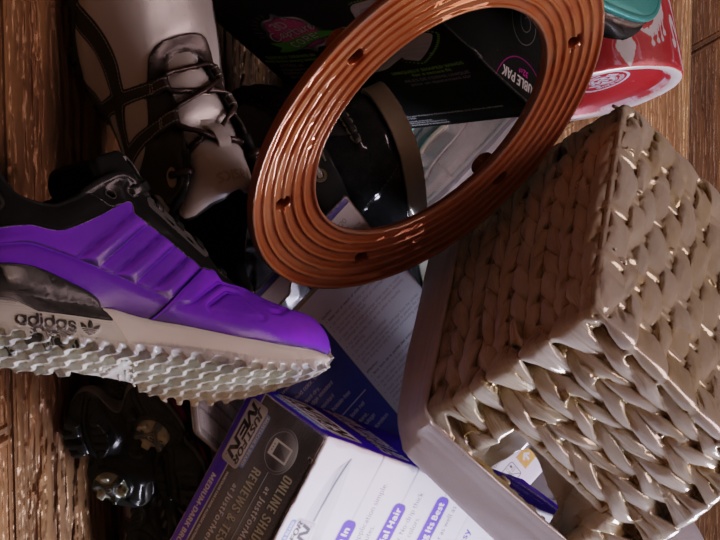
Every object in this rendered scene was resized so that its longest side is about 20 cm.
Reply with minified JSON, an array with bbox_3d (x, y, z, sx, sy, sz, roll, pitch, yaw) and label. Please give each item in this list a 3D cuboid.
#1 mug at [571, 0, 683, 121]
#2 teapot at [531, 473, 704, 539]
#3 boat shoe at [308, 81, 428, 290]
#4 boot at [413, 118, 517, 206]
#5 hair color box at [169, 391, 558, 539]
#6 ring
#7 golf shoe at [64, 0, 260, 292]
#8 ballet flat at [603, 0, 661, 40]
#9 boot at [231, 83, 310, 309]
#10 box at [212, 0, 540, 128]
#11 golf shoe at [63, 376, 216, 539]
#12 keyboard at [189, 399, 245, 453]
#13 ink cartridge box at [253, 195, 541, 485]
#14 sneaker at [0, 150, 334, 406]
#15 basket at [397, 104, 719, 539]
[{"bbox_3d":[0.121,-0.193,1.771,0.178,0.133,0.200,52,25,-77],"label":"mug"},{"bbox_3d":[0.094,0.164,1.689,0.146,0.200,0.197,59,14,-13],"label":"teapot"},{"bbox_3d":[0.000,0.000,1.508,0.068,0.072,0.200,-23,126,-17],"label":"boat shoe"},{"bbox_3d":[0.016,-0.047,1.661,0.200,0.096,0.074,-45,167,-47],"label":"boot"},{"bbox_3d":[0.008,0.135,1.409,0.200,0.065,0.109,23,98,-46],"label":"hair color box"},{"bbox_3d":[0.029,-0.072,1.360,0.200,0.019,0.200,-29,147,-22],"label":"ring"},{"bbox_3d":[-0.079,-0.071,1.357,0.078,0.094,0.200,-20,115,-36],"label":"golf shoe"},{"bbox_3d":[0.066,-0.152,1.389,0.200,0.068,0.068,30,62,-50],"label":"ballet flat"},{"bbox_3d":[-0.057,0.017,1.518,0.132,0.070,0.200,-58,136,-48],"label":"boot"},{"bbox_3d":[0.003,-0.179,1.470,0.200,0.124,0.149,39,55,-48],"label":"box"},{"bbox_3d":[-0.083,0.115,1.441,0.088,0.077,0.200,-70,156,-51],"label":"golf shoe"},{"bbox_3d":[-0.060,0.072,1.431,0.200,0.011,0.056,56,20,-72],"label":"keyboard"},{"bbox_3d":[0.009,0.060,1.463,0.095,0.037,0.200,-47,124,-13],"label":"ink cartridge box"},{"bbox_3d":[-0.095,-0.002,1.288,0.200,0.070,0.100,12,68,-36],"label":"sneaker"},{"bbox_3d":[0.114,0.035,1.418,0.136,0.123,0.200,44,31,-19],"label":"basket"}]
